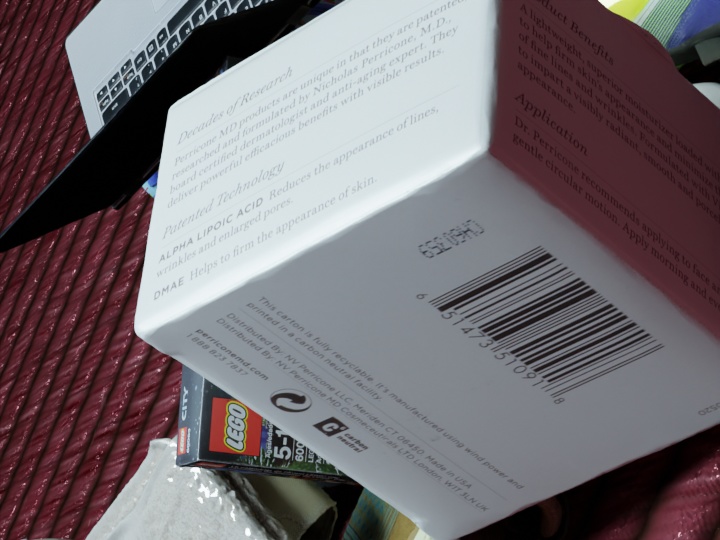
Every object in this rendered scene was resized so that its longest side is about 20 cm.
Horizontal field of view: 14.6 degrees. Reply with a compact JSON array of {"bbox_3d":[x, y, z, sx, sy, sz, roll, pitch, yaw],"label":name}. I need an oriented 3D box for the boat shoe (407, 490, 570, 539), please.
[{"bbox_3d":[0.067,0.108,1.304,0.065,0.073,0.201,-5,61,46],"label":"boat shoe"}]

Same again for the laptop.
[{"bbox_3d":[-0.122,-0.123,1.479,0.187,0.115,0.201,-43,48,30],"label":"laptop"}]

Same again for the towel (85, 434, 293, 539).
[{"bbox_3d":[-0.062,0.188,1.425,0.034,0.200,0.133,-19,-29,-52],"label":"towel"}]

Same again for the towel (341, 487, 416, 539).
[{"bbox_3d":[0.036,0.108,1.453,0.147,0.022,0.201,-129,60,-70],"label":"towel"}]

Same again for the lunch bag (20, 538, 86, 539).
[{"bbox_3d":[-0.191,0.238,1.720,0.200,0.167,0.140,-31,42,61],"label":"lunch bag"}]

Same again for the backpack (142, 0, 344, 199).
[{"bbox_3d":[-0.013,-0.098,1.566,0.200,0.182,0.135,-27,39,56],"label":"backpack"}]

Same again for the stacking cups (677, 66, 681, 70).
[{"bbox_3d":[0.110,-0.082,1.380,0.200,0.060,0.061,-55,23,36],"label":"stacking cups"}]

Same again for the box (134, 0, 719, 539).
[{"bbox_3d":[0.045,-0.011,1.192,0.199,0.199,0.131,-27,41,34],"label":"box"}]

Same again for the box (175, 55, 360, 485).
[{"bbox_3d":[-0.016,0.004,1.399,0.038,0.136,0.202,160,116,-66],"label":"box"}]

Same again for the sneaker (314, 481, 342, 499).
[{"bbox_3d":[-0.027,0.088,1.559,0.200,0.076,0.091,-55,1,45],"label":"sneaker"}]

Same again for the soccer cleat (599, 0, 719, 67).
[{"bbox_3d":[0.122,-0.124,1.289,0.199,0.065,0.084,-13,82,38],"label":"soccer cleat"}]

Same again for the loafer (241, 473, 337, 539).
[{"bbox_3d":[-0.051,0.189,1.482,0.076,0.068,0.201,-32,-48,-49],"label":"loafer"}]

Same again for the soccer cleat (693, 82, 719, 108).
[{"bbox_3d":[0.098,-0.033,1.319,0.200,0.086,0.070,-42,32,49],"label":"soccer cleat"}]
